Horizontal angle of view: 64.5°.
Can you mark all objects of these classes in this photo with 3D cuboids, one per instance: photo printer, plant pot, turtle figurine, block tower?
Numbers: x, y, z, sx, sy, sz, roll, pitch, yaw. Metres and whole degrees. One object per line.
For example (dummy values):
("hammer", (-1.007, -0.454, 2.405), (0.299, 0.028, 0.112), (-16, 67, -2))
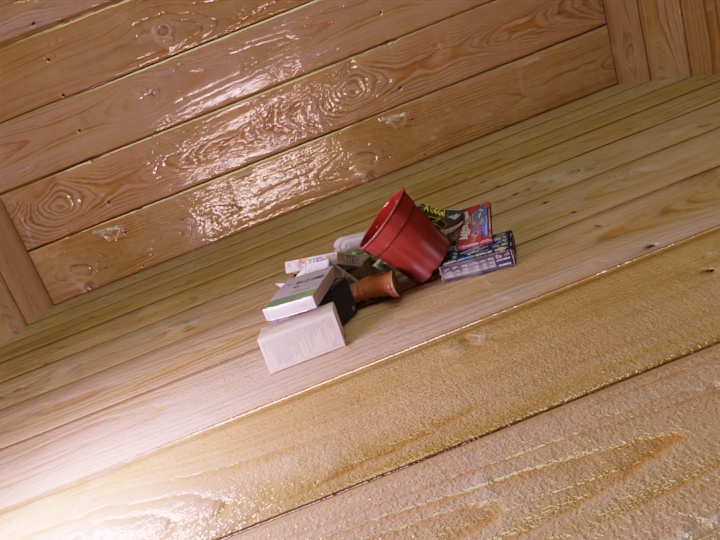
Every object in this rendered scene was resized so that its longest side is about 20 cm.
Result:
("photo printer", (0.003, -0.096, 1.985), (0.193, 0.072, 0.166), (-12, 4, -3))
("plant pot", (0.128, -0.082, 1.549), (0.202, 0.193, 0.201), (-51, 10, 13))
("turtle figurine", (0.136, -0.049, 1.740), (0.141, 0.203, 0.195), (22, 61, 36))
("block tower", (0.000, 0.000, 1.788), (0.056, 0.056, 0.200), (-11, 18, 31))

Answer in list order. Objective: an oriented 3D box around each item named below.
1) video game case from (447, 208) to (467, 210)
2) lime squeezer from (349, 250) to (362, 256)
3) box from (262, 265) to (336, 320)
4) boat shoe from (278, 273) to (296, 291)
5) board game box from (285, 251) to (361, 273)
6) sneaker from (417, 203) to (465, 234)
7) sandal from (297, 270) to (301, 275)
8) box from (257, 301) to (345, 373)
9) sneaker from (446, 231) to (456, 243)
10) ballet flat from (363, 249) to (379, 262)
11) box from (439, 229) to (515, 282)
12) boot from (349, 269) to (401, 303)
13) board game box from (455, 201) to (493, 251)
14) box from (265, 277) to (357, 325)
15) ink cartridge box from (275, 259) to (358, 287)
("video game case", (0.255, -0.169, 1.801), (0.177, 0.024, 0.199), (-13, 10, -18))
("lime squeezer", (-0.024, -0.020, 1.854), (0.037, 0.072, 0.199), (-13, 18, 40))
("box", (-0.150, 0.055, 1.451), (0.140, 0.037, 0.201), (-16, 16, 19))
("boat shoe", (-0.192, 0.023, 1.850), (0.074, 0.063, 0.201), (0, 43, 53))
("board game box", (-0.112, -0.019, 1.724), (0.195, 0.036, 0.133), (-10, -8, 33))
("sneaker", (0.199, -0.149, 1.626), (0.193, 0.087, 0.075), (-11, 31, 12))
("sandal", (-0.151, 0.025, 1.748), (0.073, 0.050, 0.201), (-8, -20, -2))
("box", (-0.139, 0.160, 1.376), (0.194, 0.098, 0.078), (-19, 15, 1))
("sneaker", (0.310, -0.115, 1.778), (0.079, 0.077, 0.200), (8, 5, -13))
("ballet flat", (0.073, -0.062, 1.815), (0.066, 0.078, 0.197), (-5, 2, 36))
("box", (0.315, -0.040, 1.529), (0.194, 0.047, 0.159), (-15, 17, 20))
("boot", (0.029, 0.056, 1.544), (0.150, 0.076, 0.200), (-20, 4, 0))
("board game box", (0.320, -0.127, 1.606), (0.100, 0.020, 0.202), (-17, 29, 21))
("box", (-0.130, 0.104, 1.524), (0.195, 0.107, 0.147), (-9, 19, 37))
("ink cartridge box", (-0.125, 0.035, 1.666), (0.195, 0.159, 0.049), (-10, 62, 33))
